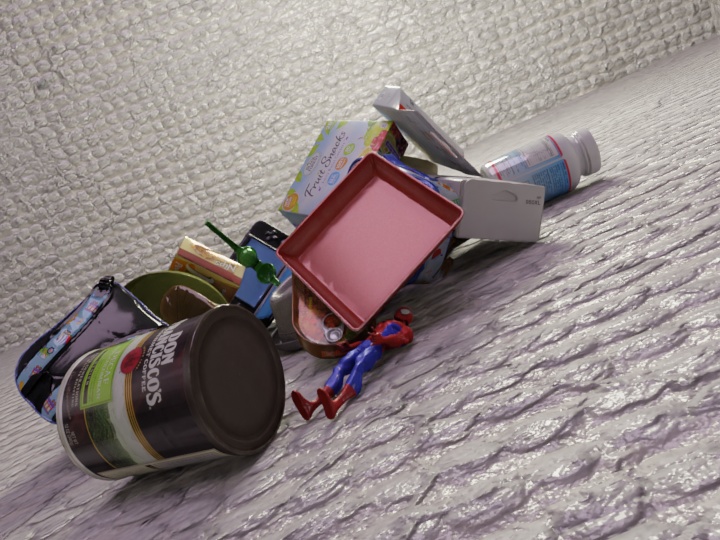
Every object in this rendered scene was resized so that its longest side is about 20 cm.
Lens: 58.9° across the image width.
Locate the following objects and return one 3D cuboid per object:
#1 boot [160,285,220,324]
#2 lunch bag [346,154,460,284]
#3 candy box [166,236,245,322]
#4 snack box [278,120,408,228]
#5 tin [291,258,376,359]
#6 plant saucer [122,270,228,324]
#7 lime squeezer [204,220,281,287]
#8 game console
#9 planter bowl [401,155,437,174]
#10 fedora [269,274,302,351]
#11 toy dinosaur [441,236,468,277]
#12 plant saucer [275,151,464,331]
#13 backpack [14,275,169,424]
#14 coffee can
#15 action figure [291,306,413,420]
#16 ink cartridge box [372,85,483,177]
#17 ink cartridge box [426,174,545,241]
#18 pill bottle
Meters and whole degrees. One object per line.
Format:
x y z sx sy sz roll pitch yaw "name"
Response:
-0.183 0.105 0.931 0.073 0.197 0.155 -56 -22 -10 "boot"
0.045 -0.079 0.928 0.075 0.164 0.198 -1 23 -46 "lunch bag"
-0.289 0.053 1.085 0.201 0.114 0.056 -54 18 31 "candy box"
-0.031 -0.163 1.114 0.166 0.068 0.203 12 67 42 "snack box"
-0.035 0.033 0.857 0.109 0.042 0.203 -12 43 6 "tin"
-0.301 0.074 1.044 0.196 0.202 0.031 -20 36 14 "plant saucer"
-0.182 -0.009 1.075 0.038 0.199 0.071 -50 -4 12 "lime squeezer"
-0.176 -0.001 1.145 0.202 0.168 0.119 -57 -12 -22 "game console"
0.076 -0.138 1.180 0.195 0.138 0.200 11 3 -1 "planter bowl"
-0.060 0.040 0.971 0.196 0.092 0.177 -25 11 -10 "fedora"
0.130 -0.035 1.011 0.196 0.062 0.106 -25 9 -6 "toy dinosaur"
0.011 -0.039 0.832 0.200 0.037 0.199 -47 49 -5 "plant saucer"
-0.373 0.141 0.915 0.181 0.136 0.200 32 58 22 "backpack"
-0.199 0.134 0.677 0.196 0.149 0.146 -18 12 27 "coffee can"
0.005 0.093 0.714 0.065 0.053 0.199 -20 9 41 "action figure"
0.116 -0.231 1.043 0.048 0.159 0.200 -51 25 1 "ink cartridge box"
0.171 -0.102 0.993 0.141 0.087 0.200 1 10 -18 "ink cartridge box"
0.324 -0.178 1.150 0.196 0.111 0.109 -22 11 3 "pill bottle"
